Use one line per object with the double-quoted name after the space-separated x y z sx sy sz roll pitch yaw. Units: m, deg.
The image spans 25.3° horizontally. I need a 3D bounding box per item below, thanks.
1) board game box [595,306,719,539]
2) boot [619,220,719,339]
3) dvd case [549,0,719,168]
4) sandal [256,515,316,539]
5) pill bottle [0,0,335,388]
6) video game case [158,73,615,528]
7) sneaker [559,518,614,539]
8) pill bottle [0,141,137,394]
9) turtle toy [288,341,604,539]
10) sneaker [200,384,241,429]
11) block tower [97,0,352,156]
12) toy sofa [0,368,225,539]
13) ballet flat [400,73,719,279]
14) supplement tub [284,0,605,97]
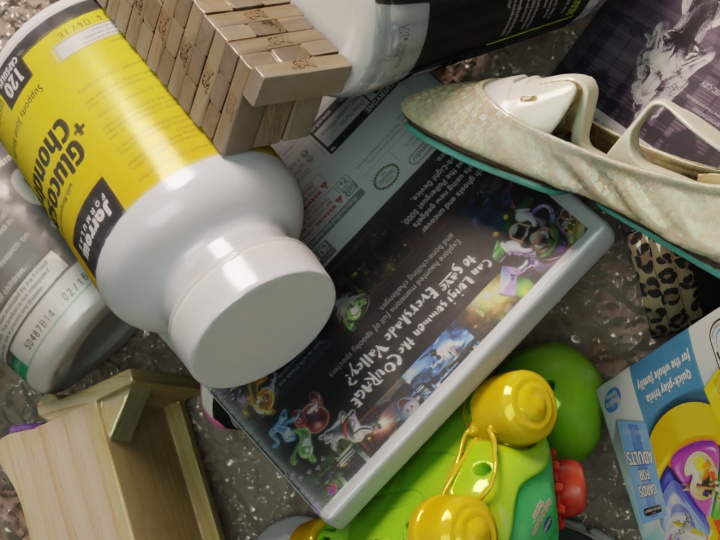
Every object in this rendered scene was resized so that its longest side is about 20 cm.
0.188 0.125 0.751 0.047 0.151 0.200 -9 73 -19 "board game box"
0.205 -0.064 0.842 0.150 0.073 0.200 -13 97 12 "boot"
0.187 -0.135 0.824 0.200 0.016 0.149 -53 38 8 "dvd case"
0.010 0.229 0.900 0.079 0.059 0.207 -31 64 -5 "sandal"
-0.098 -0.041 0.804 0.112 0.112 0.200 -43 61 10 "pill bottle"
0.000 0.000 0.823 0.200 0.023 0.182 -46 59 1 "video game case"
0.137 0.196 0.849 0.200 0.091 0.078 26 99 11 "sneaker"
-0.211 -0.034 0.908 0.200 0.113 0.113 41 99 7 "pill bottle"
0.061 0.111 0.828 0.101 0.146 0.200 43 58 -19 "turtle toy"
-0.011 0.015 0.886 0.087 0.074 0.200 36 93 15 "sneaker"
-0.088 -0.138 0.785 0.200 0.054 0.058 49 136 29 "block tower"
-0.120 0.161 0.888 0.098 0.083 0.200 -25 73 20 "toy sofa"
0.115 -0.060 0.753 0.200 0.067 0.062 26 114 17 "ballet flat"
0.050 -0.169 0.805 0.200 0.123 0.123 -21 86 -30 "supplement tub"
